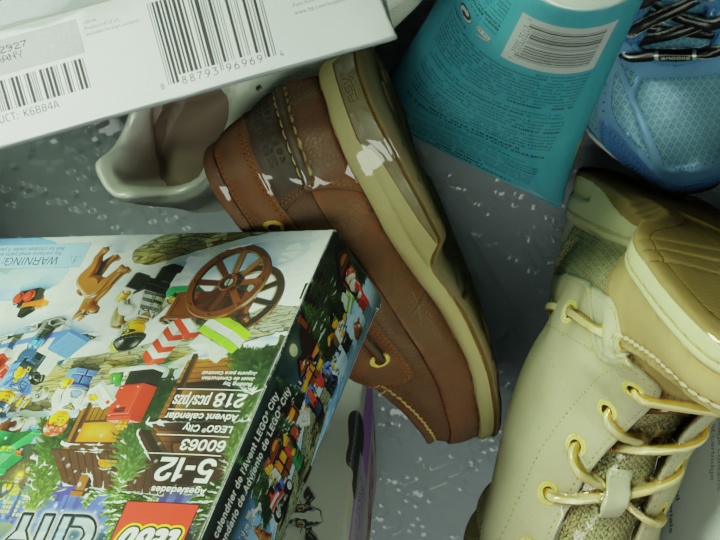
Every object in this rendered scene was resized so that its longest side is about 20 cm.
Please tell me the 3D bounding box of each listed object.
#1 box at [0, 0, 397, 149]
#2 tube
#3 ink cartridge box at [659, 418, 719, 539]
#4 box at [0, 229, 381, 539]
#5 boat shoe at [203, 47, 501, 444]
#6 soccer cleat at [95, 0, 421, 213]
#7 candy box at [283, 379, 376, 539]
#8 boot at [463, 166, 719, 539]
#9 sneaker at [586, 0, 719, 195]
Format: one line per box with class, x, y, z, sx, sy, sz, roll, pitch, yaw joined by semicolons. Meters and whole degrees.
box;-0.089;-0.142;0.794;0.155;0.041;0.201;-16;108;-4
tube;0.048;-0.067;0.897;0.077;0.050;0.200;32;161;2
ink cartridge box;0.207;0.056;0.928;0.145;0.088;0.200;11;160;-19
box;-0.105;0.052;0.899;0.199;0.137;0.038;-2;140;32
boat shoe;0.000;0.000;0.960;0.067;0.072;0.200;-21;145;4
soccer cleat;-0.021;-0.093;0.915;0.069;0.077;0.200;48;128;24
candy box;-0.098;0.101;1.006;0.199;0.168;0.072;1;125;4
boot;0.088;0.060;0.919;0.073;0.200;0.156;16;101;-15
sneaker;0.087;-0.104;0.894;0.078;0.090;0.200;-13;123;3
